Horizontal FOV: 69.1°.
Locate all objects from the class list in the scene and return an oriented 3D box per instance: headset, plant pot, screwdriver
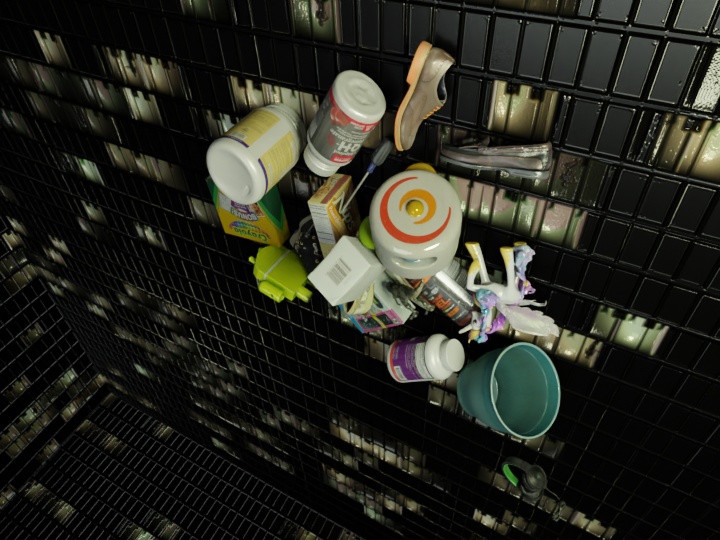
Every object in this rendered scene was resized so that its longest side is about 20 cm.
[{"bbox_3d":[0.491,0.623,1.503,0.197,0.094,0.126,27,142,31],"label":"headset"},{"bbox_3d":[0.330,0.279,1.232,0.200,0.201,0.187,44,156,-10],"label":"plant pot"},{"bbox_3d":[0.011,-0.190,1.087,0.029,0.027,0.202,48,122,26],"label":"screwdriver"}]

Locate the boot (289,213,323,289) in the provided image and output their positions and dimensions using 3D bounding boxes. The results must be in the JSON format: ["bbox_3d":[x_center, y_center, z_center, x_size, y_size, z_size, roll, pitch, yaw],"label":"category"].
[{"bbox_3d":[-0.100,-0.051,1.281,0.199,0.072,0.154,-38,76,54],"label":"boot"}]

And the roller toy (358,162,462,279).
[{"bbox_3d":[0.108,-0.093,1.014,0.183,0.199,0.140,45,169,21],"label":"roller toy"}]

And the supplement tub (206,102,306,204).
[{"bbox_3d":[-0.215,-0.253,1.112,0.142,0.201,0.148,20,138,19],"label":"supplement tub"}]

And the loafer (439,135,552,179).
[{"bbox_3d":[0.238,-0.211,0.923,0.194,0.072,0.065,15,117,17],"label":"loafer"}]

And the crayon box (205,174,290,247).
[{"bbox_3d":[-0.293,-0.164,1.372,0.195,0.059,0.176,15,136,26],"label":"crayon box"}]

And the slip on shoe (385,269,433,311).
[{"bbox_3d":[0.123,0.026,1.234,0.201,0.061,0.074,49,168,-30],"label":"slip on shoe"}]

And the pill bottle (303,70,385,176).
[{"bbox_3d":[-0.041,-0.278,1.026,0.110,0.111,0.200,40,141,-4],"label":"pill bottle"}]

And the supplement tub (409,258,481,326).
[{"bbox_3d":[0.179,0.021,1.150,0.199,0.108,0.107,39,141,-2],"label":"supplement tub"}]

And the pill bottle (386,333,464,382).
[{"bbox_3d":[0.168,0.227,1.353,0.197,0.113,0.114,-16,118,45],"label":"pill bottle"}]

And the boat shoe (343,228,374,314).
[{"bbox_3d":[0.000,0.000,1.187,0.072,0.062,0.207,9,98,38],"label":"boat shoe"}]

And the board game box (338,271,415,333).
[{"bbox_3d":[0.025,0.077,1.334,0.148,0.065,0.199,48,151,-12],"label":"board game box"}]

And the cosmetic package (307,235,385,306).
[{"bbox_3d":[-0.018,0.000,1.064,0.081,0.200,0.113,45,99,8],"label":"cosmetic package"}]

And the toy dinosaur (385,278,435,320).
[{"bbox_3d":[0.110,0.060,1.137,0.089,0.047,0.199,51,163,-11],"label":"toy dinosaur"}]

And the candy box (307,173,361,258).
[{"bbox_3d":[-0.049,-0.102,1.199,0.054,0.116,0.204,9,134,28],"label":"candy box"}]

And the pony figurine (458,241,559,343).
[{"bbox_3d":[0.293,0.049,1.050,0.186,0.167,0.207,0,104,7],"label":"pony figurine"}]

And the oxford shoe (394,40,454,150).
[{"bbox_3d":[0.110,-0.293,0.930,0.071,0.072,0.203,24,139,8],"label":"oxford shoe"}]

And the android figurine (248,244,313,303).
[{"bbox_3d":[-0.198,0.004,1.365,0.196,0.183,0.042,29,133,6],"label":"android figurine"}]
